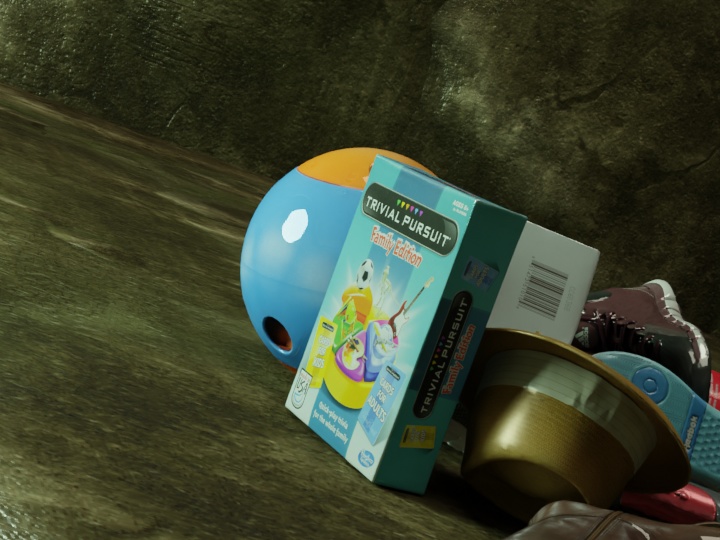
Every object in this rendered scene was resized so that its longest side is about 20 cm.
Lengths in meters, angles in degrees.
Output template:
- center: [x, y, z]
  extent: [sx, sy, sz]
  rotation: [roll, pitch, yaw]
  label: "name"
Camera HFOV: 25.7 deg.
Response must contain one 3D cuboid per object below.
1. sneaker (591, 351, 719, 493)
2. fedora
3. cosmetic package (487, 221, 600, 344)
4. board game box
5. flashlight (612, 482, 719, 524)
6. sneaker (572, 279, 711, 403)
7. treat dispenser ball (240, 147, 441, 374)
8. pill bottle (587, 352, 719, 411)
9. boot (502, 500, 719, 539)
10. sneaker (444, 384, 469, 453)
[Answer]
- center: [0.250, 0.146, 1.325]
  extent: [0.199, 0.080, 0.131]
  rotation: [33, -20, -3]
  label: "sneaker"
- center: [0.128, 0.122, 1.086]
  extent: [0.199, 0.082, 0.201]
  rotation: [29, -25, 15]
  label: "fedora"
- center: [0.128, 0.051, 1.344]
  extent: [0.080, 0.114, 0.200]
  rotation: [22, -25, -2]
  label: "cosmetic package"
- center: [0.027, 0.033, 1.111]
  extent: [0.047, 0.202, 0.151]
  rotation: [16, 7, -30]
  label: "board game box"
- center: [0.249, 0.184, 1.217]
  extent: [0.198, 0.068, 0.068]
  rotation: [19, -38, 18]
  label: "flashlight"
- center: [0.240, 0.072, 1.411]
  extent: [0.114, 0.077, 0.200]
  rotation: [-2, 21, -4]
  label: "sneaker"
- center: [0.000, 0.000, 1.301]
  extent: [0.199, 0.203, 0.201]
  rotation: [20, 6, -2]
  label: "treat dispenser ball"
- center: [0.282, 0.135, 1.499]
  extent: [0.198, 0.113, 0.112]
  rotation: [21, 6, -3]
  label: "pill bottle"
- center: [0.171, 0.184, 0.923]
  extent: [0.184, 0.065, 0.200]
  rotation: [9, 0, 15]
  label: "boot"
- center: [0.089, 0.091, 1.232]
  extent: [0.078, 0.091, 0.199]
  rotation: [52, 15, 30]
  label: "sneaker"
